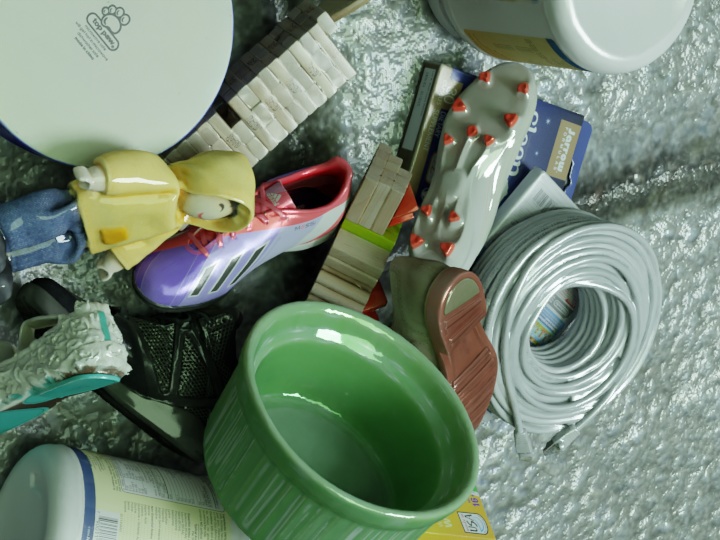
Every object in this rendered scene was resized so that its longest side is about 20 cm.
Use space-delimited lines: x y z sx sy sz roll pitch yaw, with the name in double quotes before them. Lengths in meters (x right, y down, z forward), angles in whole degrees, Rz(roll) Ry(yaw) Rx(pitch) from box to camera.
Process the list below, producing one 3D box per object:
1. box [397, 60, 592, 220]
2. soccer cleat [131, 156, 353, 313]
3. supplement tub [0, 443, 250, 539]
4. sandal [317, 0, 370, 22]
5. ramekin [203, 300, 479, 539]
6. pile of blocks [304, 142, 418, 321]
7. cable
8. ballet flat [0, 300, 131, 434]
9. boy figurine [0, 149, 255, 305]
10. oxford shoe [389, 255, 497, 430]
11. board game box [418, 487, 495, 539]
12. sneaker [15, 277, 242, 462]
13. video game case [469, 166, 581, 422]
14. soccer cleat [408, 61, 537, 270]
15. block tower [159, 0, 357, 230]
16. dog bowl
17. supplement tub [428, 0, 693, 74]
"box" 0.126 -0.098 1.162 0.199 0.032 0.122 13 95 -33
"soccer cleat" -0.088 -0.033 1.006 0.199 0.073 0.068 -26 70 -34
"supplement tub" -0.170 0.220 0.998 0.199 0.145 0.146 19 92 -32
"sandal" 0.033 -0.282 1.017 0.211 0.078 0.070 -35 118 4
"ramekin" -0.020 0.129 0.975 0.199 0.201 0.098 14 129 -32
"pile of blocks" 0.000 0.000 1.074 0.062 0.082 0.201 26 103 -3
"cable" 0.176 0.045 1.160 0.199 0.069 0.201 -36 123 -11
"ballet flat" -0.237 0.072 0.929 0.072 0.199 0.072 33 45 -42
"boy figurine" -0.169 -0.035 0.921 0.198 0.065 0.125 -14 148 -19
"oxford shoe" 0.065 0.067 1.080 0.071 0.073 0.201 -37 138 -33
"board game box" 0.003 0.163 1.084 0.199 0.154 0.040 13 129 -33
"sneaker" -0.166 0.048 1.004 0.199 0.076 0.115 41 69 -26
"video game case" 0.135 0.025 1.181 0.200 0.018 0.143 -50 126 0
"soccer cleat" 0.093 -0.080 1.098 0.201 0.069 0.078 -66 158 -13
"block tower" -0.092 -0.115 0.995 0.200 0.054 0.058 -43 121 -1
"dog bowl" -0.193 -0.175 0.928 0.198 0.079 0.202 -8 106 -29
"supplement tub" 0.152 -0.236 1.043 0.143 0.200 0.146 -8 107 -28
